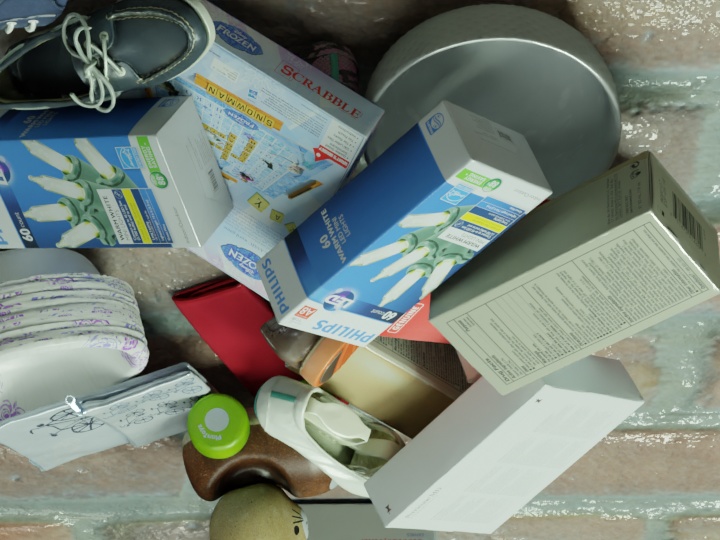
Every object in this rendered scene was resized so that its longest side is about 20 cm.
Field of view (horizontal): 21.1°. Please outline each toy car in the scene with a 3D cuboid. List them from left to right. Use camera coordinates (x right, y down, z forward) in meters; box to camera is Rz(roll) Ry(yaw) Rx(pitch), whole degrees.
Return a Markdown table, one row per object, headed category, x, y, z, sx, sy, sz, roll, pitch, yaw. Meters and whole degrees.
| category | x | y | z | sx | sy | sz | roll | pitch | yaw |
| --- | --- | --- | --- | --- | --- | --- | --- | --- | --- |
| toy car | -0.074 | 0.222 | 1.728 | 0.157 | 0.201 | 0.164 | -8 | 158 | -1 |

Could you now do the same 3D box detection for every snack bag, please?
| category | x | y | z | sx | sy | sz | roll | pitch | yaw |
| --- | --- | --- | --- | --- | --- | --- | --- | --- | --- |
| snack bag | -0.222 | 0.136 | 1.722 | 0.199 | 0.021 | 0.189 | -17 | 163 | 3 |

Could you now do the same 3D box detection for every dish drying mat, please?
| category | x | y | z | sx | sy | sz | roll | pitch | yaw |
| --- | --- | --- | --- | --- | --- | --- | --- | --- | --- |
| dish drying mat | -0.088 | 0.073 | 1.737 | 0.077 | 0.018 | 0.200 | -18 | 137 | 20 |

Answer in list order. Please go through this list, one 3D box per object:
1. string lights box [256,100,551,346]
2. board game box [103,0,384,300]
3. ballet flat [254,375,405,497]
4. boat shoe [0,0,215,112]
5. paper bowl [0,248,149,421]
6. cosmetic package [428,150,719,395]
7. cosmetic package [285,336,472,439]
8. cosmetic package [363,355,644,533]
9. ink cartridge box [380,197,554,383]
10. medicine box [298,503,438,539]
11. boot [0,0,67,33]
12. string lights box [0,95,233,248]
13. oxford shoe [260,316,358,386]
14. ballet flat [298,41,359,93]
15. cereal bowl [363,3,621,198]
| category | x | y | z | sx | sy | sz | roll | pitch | yaw |
| --- | --- | --- | --- | --- | --- | --- | --- | --- | --- |
| string lights box | 0.030 | -0.031 | 1.424 | 0.200 | 0.059 | 0.103 | -41 | 146 | 26 |
| board game box | -0.106 | -0.096 | 1.471 | 0.200 | 0.041 | 0.200 | 33 | 134 | 3 |
| ballet flat | -0.007 | 0.147 | 1.648 | 0.069 | 0.070 | 0.200 | -30 | 137 | 28 |
| boat shoe | -0.193 | -0.156 | 1.402 | 0.200 | 0.062 | 0.075 | -5 | 116 | 36 |
| paper bowl | -0.283 | 0.050 | 1.608 | 0.200 | 0.105 | 0.201 | -13 | 163 | -4 |
| cosmetic package | 0.161 | 0.005 | 1.456 | 0.200 | 0.073 | 0.104 | -26 | 125 | 28 |
| cosmetic package | 0.030 | 0.072 | 1.676 | 0.200 | 0.105 | 0.071 | 33 | 128 | -30 |
| cosmetic package | 0.122 | 0.146 | 1.637 | 0.200 | 0.052 | 0.151 | -44 | 149 | 25 |
| ink cartridge box | 0.139 | 0.021 | 1.555 | 0.176 | 0.045 | 0.200 | 6 | 141 | -37 |
| medicine box | -0.014 | 0.332 | 1.961 | 0.182 | 0.103 | 0.200 | 0 | 138 | -2 |
| boot | -0.270 | -0.190 | 1.396 | 0.090 | 0.073 | 0.200 | 29 | 129 | -22 |
| string lights box | -0.207 | -0.073 | 1.475 | 0.200 | 0.059 | 0.103 | 0 | 125 | 30 |
| oxford shoe | 0.000 | 0.000 | 1.564 | 0.073 | 0.200 | 0.071 | 37 | 153 | 11 |
| ballet flat | -0.038 | -0.089 | 1.518 | 0.069 | 0.071 | 0.200 | 5 | 138 | -9 |
| cereal bowl | 0.097 | -0.128 | 1.471 | 0.199 | 0.083 | 0.200 | -1 | 137 | -1 |
